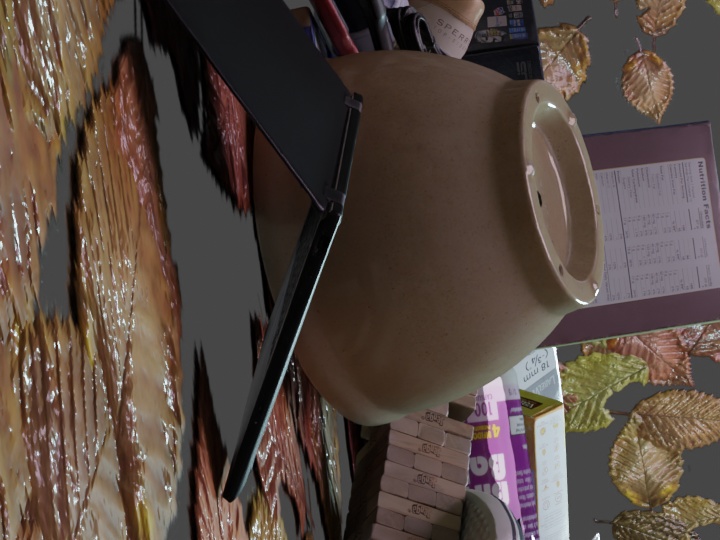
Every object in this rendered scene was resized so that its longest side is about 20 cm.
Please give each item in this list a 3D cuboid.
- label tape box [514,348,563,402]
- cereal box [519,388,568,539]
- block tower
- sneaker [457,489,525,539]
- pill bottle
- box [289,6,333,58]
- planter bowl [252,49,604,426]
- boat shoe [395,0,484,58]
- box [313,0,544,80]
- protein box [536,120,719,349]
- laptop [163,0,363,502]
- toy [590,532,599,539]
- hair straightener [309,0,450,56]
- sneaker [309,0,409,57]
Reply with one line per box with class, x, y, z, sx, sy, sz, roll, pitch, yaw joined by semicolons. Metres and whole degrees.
label tape box;0.091;0.073;1.558;0.144;0.063;0.201;24;-45;43
cereal box;0.090;0.178;1.396;0.039;0.143;0.202;-19;113;-39
block tower;0.032;0.094;1.119;0.054;0.057;0.201;127;-24;-51
sneaker;0.071;0.177;1.130;0.200;0.079;0.079;154;-45;-72
pill bottle;0.063;0.167;1.285;0.112;0.111;0.202;33;48;-83
box;-0.023;-0.036;1.095;0.121;0.032;0.202;57;25;-77
planter bowl;0.049;-0.027;1.006;0.200;0.134;0.202;-12;90;-67
boat shoe;0.023;-0.191;1.244;0.074;0.069;0.200;29;14;-41
box;0.046;-0.165;1.340;0.200;0.156;0.051;-86;166;-61
protein box;0.118;-0.017;1.317;0.198;0.199;0.136;171;-88;-68
laptop;-0.064;-0.045;0.803;0.187;0.115;0.201;-80;-170;-71
toy;0.102;0.270;1.204;0.200;0.047;0.116;-44;147;-24
hair straightener;0.021;-0.137;1.082;0.201;0.077;0.041;62;-4;-30
sneaker;-0.024;-0.221;1.161;0.201;0.070;0.109;-108;171;-53
